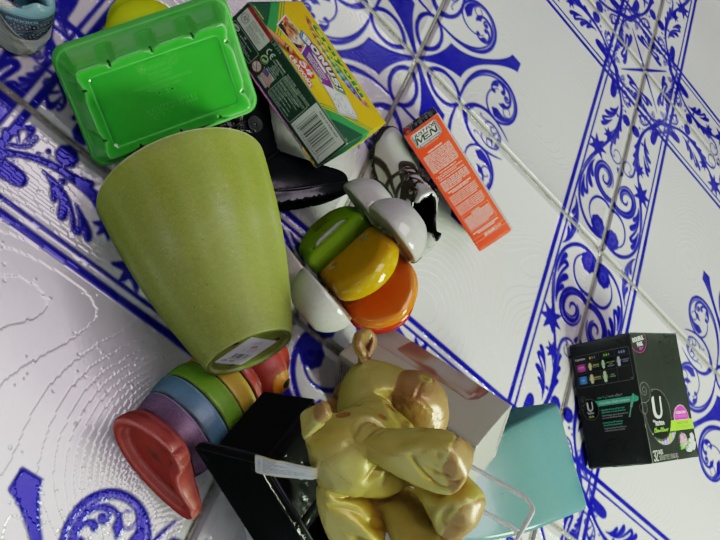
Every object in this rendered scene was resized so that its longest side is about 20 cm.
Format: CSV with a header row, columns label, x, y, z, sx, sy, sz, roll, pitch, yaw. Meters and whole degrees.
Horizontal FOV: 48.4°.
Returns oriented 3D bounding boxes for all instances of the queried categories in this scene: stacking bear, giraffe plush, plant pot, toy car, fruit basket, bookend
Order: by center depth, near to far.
label,x,y,z,sx,sy,sz,roll,pitch,yaw
giraffe plush,0.021,0.152,0.737,0.197,0.175,0.163,22,32,3
plant pot,-0.148,-0.005,0.815,0.185,0.187,0.202,-9,65,-40
bookend,-0.035,0.190,0.824,0.200,0.091,0.201,-47,124,-38
stacking bear,-0.150,0.137,0.850,0.200,0.113,0.123,-41,144,-37
fruit basket,-0.228,-0.222,0.887,0.215,0.213,0.158,-39,123,-39
toy car,0.000,0.000,0.963,0.175,0.200,0.150,-42,122,-4
plant pot,0.163,0.276,1.056,0.197,0.141,0.144,-12,84,-33

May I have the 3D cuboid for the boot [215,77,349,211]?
label,x,y,z,sx,sy,sz,roll,pitch,yaw
boot,-0.107,-0.162,1.002,0.197,0.076,0.171,-11,86,-36

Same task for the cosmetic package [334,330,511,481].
label,x,y,z,sx,sy,sz,roll,pitch,yaw
cosmetic package,0.070,0.163,0.962,0.198,0.105,0.087,33,46,24

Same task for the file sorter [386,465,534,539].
label,x,y,z,sx,sy,sz,roll,pitch,yaw
file sorter,0.088,0.318,0.844,0.138,0.123,0.203,-28,137,-58

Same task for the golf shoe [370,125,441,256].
label,x,y,z,sx,sy,sz,roll,pitch,yaw
golf shoe,0.073,-0.116,1.125,0.077,0.094,0.204,-3,77,-38

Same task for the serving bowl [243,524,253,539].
label,x,y,z,sx,sy,sz,roll,pitch,yaw
serving bowl,-0.056,0.270,0.919,0.198,0.065,0.204,13,68,-36

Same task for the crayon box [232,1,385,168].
label,x,y,z,sx,sy,sz,roll,pitch,yaw
crayon box,-0.066,-0.243,1.019,0.201,0.058,0.173,55,26,-5

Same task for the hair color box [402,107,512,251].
label,x,y,z,sx,sy,sz,roll,pitch,yaw
hair color box,0.141,-0.136,1.177,0.201,0.061,0.102,56,10,-12

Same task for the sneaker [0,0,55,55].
label,x,y,z,sx,sy,sz,roll,pitch,yaw
sneaker,-0.389,-0.321,0.815,0.200,0.086,0.078,43,53,-21

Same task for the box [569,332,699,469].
label,x,y,z,sx,sy,sz,roll,pitch,yaw
box,0.445,0.211,1.306,0.147,0.123,0.204,5,72,-39
